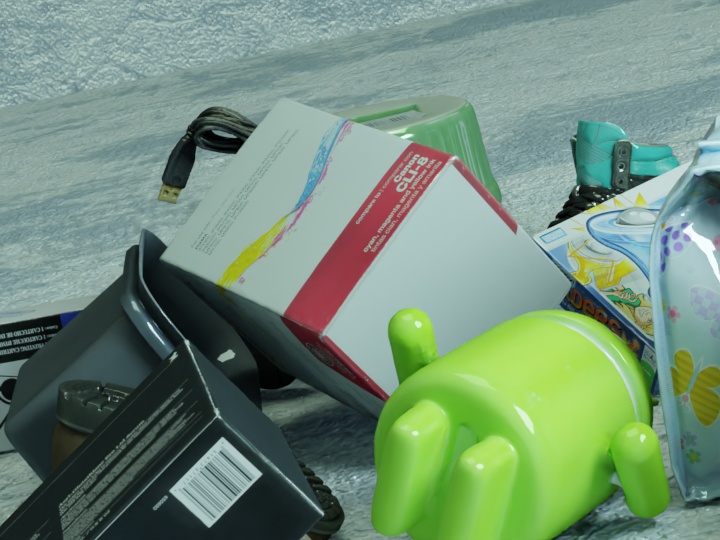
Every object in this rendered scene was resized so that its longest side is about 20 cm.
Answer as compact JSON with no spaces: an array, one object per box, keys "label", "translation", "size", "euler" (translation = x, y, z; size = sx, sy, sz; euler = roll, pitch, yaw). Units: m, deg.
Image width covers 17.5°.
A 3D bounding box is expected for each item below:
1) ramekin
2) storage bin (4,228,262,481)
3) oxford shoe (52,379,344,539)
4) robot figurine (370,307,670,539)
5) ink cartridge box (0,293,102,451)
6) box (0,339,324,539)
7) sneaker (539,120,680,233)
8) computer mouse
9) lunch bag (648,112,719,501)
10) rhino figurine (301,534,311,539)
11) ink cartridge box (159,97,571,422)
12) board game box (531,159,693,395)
[{"label":"ramekin","translation":[0.024,-0.094,2.151],"size":[0.199,0.098,0.200],"euler":[-10,13,2]},{"label":"storage bin","translation":[-0.149,0.081,1.535],"size":[0.134,0.146,0.200],"euler":[-38,13,5]},{"label":"oxford shoe","translation":[-0.098,0.133,1.391],"size":[0.199,0.085,0.073],"euler":[18,11,28]},{"label":"robot figurine","translation":[0.086,0.091,1.293],"size":[0.175,0.116,0.200],"euler":[24,28,28]},{"label":"ink cartridge box","translation":[-0.212,0.071,1.670],"size":[0.199,0.095,0.044],"euler":[-11,13,3]},{"label":"box","translation":[-0.121,0.143,1.128],"size":[0.200,0.079,0.141],"euler":[-45,19,2]},{"label":"sneaker","translation":[0.176,-0.054,1.813],"size":[0.199,0.121,0.083],"euler":[-19,16,-31]},{"label":"computer mouse","translation":[-0.091,-0.014,1.652],"size":[0.140,0.201,0.046],"euler":[23,25,16]},{"label":"lunch bag","translation":[0.232,0.009,1.335],"size":[0.126,0.201,0.170],"euler":[-7,13,17]},{"label":"rhino figurine","translation":[-0.047,0.159,1.183],"size":[0.059,0.088,0.200],"euler":[-16,14,-17]},{"label":"ink cartridge box","translation":[0.000,0.000,1.511],"size":[0.145,0.145,0.200],"euler":[-54,38,-10]},{"label":"board game box","translation":[0.229,-0.007,1.580],"size":[0.199,0.035,0.135],"euler":[-25,54,-30]}]
